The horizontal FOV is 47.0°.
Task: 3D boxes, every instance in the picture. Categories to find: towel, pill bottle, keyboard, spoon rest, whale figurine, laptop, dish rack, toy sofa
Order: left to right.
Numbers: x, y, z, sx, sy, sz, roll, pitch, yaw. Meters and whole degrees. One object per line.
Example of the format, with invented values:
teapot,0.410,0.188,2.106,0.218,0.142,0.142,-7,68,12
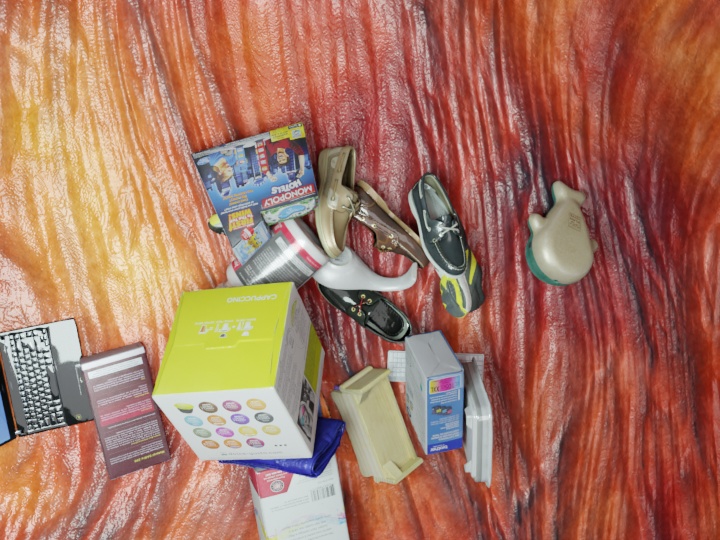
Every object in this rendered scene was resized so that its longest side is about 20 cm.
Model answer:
laptop,-0.545,0.190,1.328,0.196,0.103,0.181,-11,99,-15
pill bottle,-0.158,0.004,1.409,0.199,0.111,0.111,-41,105,7
towel,-0.137,0.290,1.394,0.196,0.148,0.051,6,111,21
spoon rest,0.000,0.000,1.475,0.196,0.061,0.101,12,51,-4
toy sofa,0.030,0.284,1.525,0.082,0.097,0.203,-29,103,-37
keyboard,0.144,0.184,1.576,0.196,0.011,0.057,4,94,-17
dish rack,0.200,0.272,1.497,0.043,0.201,0.175,-4,114,0
whale figurine,0.379,-0.067,1.588,0.157,0.104,0.203,19,66,-17

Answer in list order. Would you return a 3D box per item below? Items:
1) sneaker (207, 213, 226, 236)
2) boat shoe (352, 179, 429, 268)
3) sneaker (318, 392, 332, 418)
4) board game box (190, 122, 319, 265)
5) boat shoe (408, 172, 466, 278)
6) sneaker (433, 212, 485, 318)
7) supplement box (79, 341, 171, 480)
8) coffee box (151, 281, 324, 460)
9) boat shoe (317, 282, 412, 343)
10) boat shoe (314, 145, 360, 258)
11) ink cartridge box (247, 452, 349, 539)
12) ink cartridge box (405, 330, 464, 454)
sneaker,-0.175,-0.124,1.428,0.197,0.078,0.092,-23,86,-14
boat shoe,0.044,-0.069,1.492,0.200,0.070,0.071,43,77,-7
sneaker,-0.113,0.202,1.472,0.077,0.075,0.203,-21,99,-10
board game box,-0.166,-0.120,1.350,0.196,0.062,0.203,-15,63,3
boat shoe,0.140,-0.082,1.467,0.074,0.061,0.202,-11,62,-29
sneaker,0.181,-0.015,1.546,0.084,0.074,0.204,-6,88,-47
supplement box,-0.396,0.234,1.394,0.107,0.061,0.204,-14,99,-21
coffee box,-0.182,0.161,1.310,0.196,0.202,0.199,-5,138,14
boat shoe,0.011,0.062,1.500,0.200,0.063,0.074,35,88,-15
boat shoe,-0.037,-0.122,1.421,0.063,0.071,0.204,-8,72,22
ink cartridge box,-0.111,0.411,1.453,0.143,0.144,0.204,-10,97,-16
ink cartridge box,0.131,0.232,1.491,0.075,0.137,0.203,-7,119,-11
